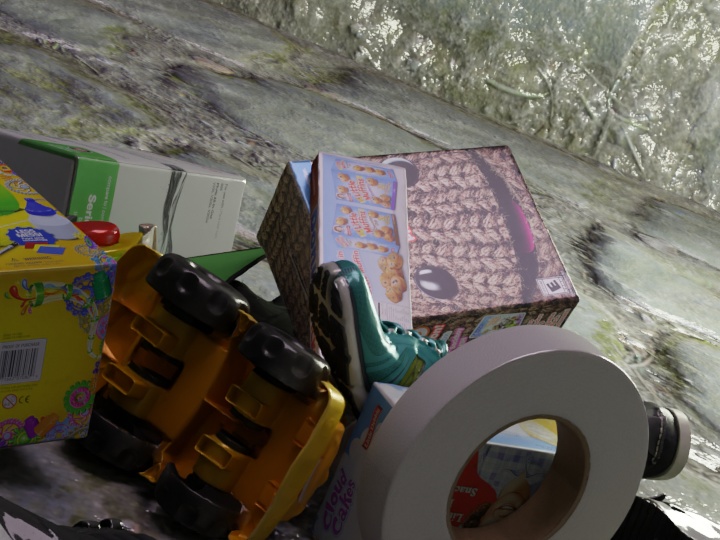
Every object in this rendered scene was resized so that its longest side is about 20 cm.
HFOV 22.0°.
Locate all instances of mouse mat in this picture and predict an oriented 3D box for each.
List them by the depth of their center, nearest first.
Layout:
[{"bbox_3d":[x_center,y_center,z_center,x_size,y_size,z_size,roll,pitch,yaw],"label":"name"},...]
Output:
[{"bbox_3d":[-0.162,0.008,1.470,0.160,0.008,0.200,-8,8,14],"label":"mouse mat"}]

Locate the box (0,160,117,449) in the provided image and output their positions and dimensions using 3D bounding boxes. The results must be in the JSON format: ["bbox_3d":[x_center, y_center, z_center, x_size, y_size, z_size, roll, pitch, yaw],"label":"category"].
[{"bbox_3d":[-0.287,0.016,1.123,0.199,0.123,0.192,-5,28,-38],"label":"box"}]

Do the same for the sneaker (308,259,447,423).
[{"bbox_3d":[0.022,0.065,1.253,0.078,0.079,0.201,55,-8,52],"label":"sneaker"}]

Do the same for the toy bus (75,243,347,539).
[{"bbox_3d":[-0.078,0.095,1.241,0.200,0.136,0.192,34,2,31],"label":"toy bus"}]

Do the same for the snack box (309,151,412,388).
[{"bbox_3d":[0.000,0.000,1.355,0.071,0.024,0.201,10,51,-14],"label":"snack box"}]

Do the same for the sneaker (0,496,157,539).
[{"bbox_3d":[-0.177,0.150,0.976,0.199,0.071,0.099,32,14,11],"label":"sneaker"}]

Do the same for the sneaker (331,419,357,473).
[{"bbox_3d":[0.079,0.094,1.365,0.074,0.199,0.116,67,15,0],"label":"sneaker"}]

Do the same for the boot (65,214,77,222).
[{"bbox_3d":[-0.312,-0.021,1.378,0.173,0.070,0.200,14,12,7],"label":"boot"}]

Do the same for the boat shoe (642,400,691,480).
[{"bbox_3d":[0.154,0.131,1.383,0.067,0.072,0.200,9,-17,-34],"label":"boat shoe"}]

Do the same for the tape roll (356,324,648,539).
[{"bbox_3d":[0.092,0.131,1.177,0.202,0.204,0.037,12,20,-36],"label":"tape roll"}]

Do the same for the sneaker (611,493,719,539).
[{"bbox_3d":[0.223,0.207,1.380,0.199,0.074,0.089,25,6,-18],"label":"sneaker"}]

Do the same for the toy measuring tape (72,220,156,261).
[{"bbox_3d":[-0.195,-0.008,1.376,0.073,0.074,0.200,21,11,-4],"label":"toy measuring tape"}]

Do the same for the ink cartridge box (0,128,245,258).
[{"bbox_3d":[-0.220,-0.063,1.596,0.145,0.085,0.199,16,7,41],"label":"ink cartridge box"}]

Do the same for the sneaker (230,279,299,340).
[{"bbox_3d":[-0.072,0.060,1.460,0.091,0.076,0.199,43,27,30],"label":"sneaker"}]

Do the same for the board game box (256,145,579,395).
[{"bbox_3d":[0.043,-0.003,1.456,0.199,0.097,0.160,-7,57,-26],"label":"board game box"}]

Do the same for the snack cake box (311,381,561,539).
[{"bbox_3d":[0.079,0.153,1.249,0.199,0.116,0.067,13,19,-36],"label":"snack cake box"}]
